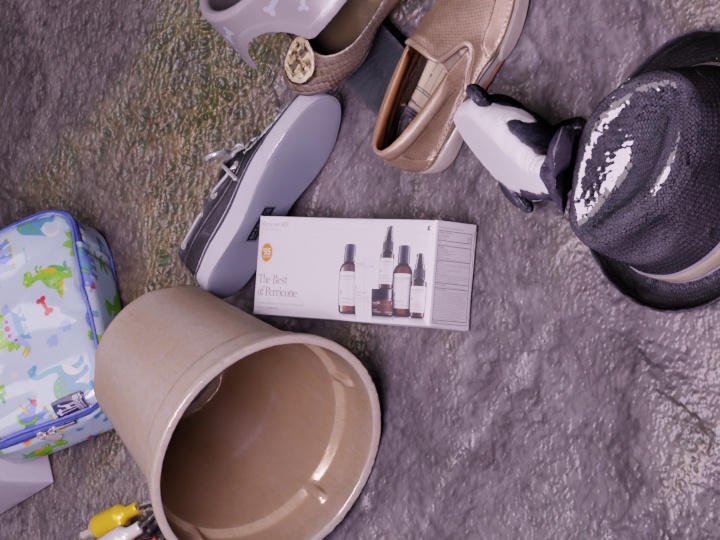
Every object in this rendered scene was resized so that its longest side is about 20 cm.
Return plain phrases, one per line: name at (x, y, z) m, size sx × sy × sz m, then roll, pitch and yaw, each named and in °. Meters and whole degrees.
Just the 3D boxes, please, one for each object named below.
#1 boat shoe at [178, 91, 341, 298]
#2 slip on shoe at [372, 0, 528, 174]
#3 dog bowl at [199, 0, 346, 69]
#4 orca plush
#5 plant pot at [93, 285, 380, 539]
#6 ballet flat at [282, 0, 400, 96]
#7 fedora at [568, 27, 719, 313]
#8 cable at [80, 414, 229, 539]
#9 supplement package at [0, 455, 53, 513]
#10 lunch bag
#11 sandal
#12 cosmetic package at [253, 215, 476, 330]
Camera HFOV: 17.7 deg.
boat shoe at (-0.087, -0.074, 1.886) m, size 0.068 × 0.073 × 0.200 m, roll 46°, pitch 121°, yaw 31°
slip on shoe at (0.065, -0.169, 1.751) m, size 0.076 × 0.060 × 0.201 m, roll 41°, pitch 113°, yaw 41°
dog bowl at (-0.054, -0.258, 1.825) m, size 0.200 × 0.059 × 0.201 m, roll -42°, pitch 29°, yaw 31°
orca plush at (0.130, -0.101, 1.655) m, size 0.106 × 0.071 × 0.200 m, roll 61°, pitch 173°, yaw -7°
plant pot at (-0.114, 0.106, 1.819) m, size 0.183 × 0.200 × 0.201 m, roll 37°, pitch 111°, yaw 50°
ballet flat at (0.003, -0.212, 1.785) m, size 0.200 × 0.046 × 0.068 m, roll -42°, pitch 64°, yaw 25°
fedora at (0.203, -0.072, 1.574) m, size 0.200 × 0.091 × 0.202 m, roll -8°, pitch 79°, yaw 45°
cable at (-0.166, 0.207, 1.947) m, size 0.200 × 0.050 × 0.097 m, roll -48°, pitch 53°, yaw 32°
supplement package at (-0.400, 0.124, 2.124) m, size 0.150 × 0.151 × 0.201 m, roll -31°, pitch 64°, yaw 39°
lunch bag at (-0.290, 0.061, 2.035) m, size 0.160 × 0.082 × 0.201 m, roll -20°, pitch 68°, yaw 16°
sandal at (-0.020, -0.197, 1.851) m, size 0.200 × 0.048 × 0.076 m, roll 45°, pitch 115°, yaw 40°
cosmetic package at (0.000, 0.000, 1.804) m, size 0.199 × 0.050 × 0.083 m, roll 2°, pitch 85°, yaw 46°
